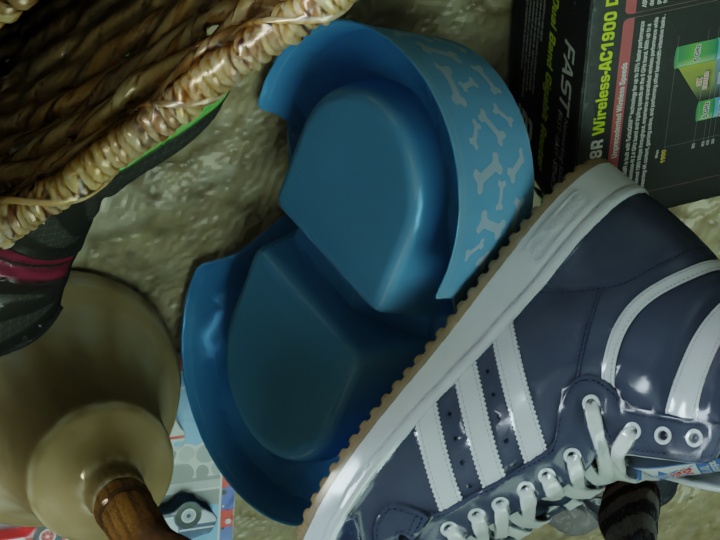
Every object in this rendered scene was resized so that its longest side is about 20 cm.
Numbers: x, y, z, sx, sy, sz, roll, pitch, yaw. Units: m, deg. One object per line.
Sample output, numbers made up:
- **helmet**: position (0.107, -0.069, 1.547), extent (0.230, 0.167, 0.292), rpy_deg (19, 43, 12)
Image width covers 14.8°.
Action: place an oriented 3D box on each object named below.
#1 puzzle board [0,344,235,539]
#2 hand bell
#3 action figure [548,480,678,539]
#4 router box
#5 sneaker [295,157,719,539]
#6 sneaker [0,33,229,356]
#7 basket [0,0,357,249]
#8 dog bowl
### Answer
- **puzzle board**: position (-0.141, 0.110, 1.062), extent (0.199, 0.017, 0.152), rpy_deg (-6, 115, -23)
- **hand bell**: position (-0.079, 0.084, 0.952), extent (0.103, 0.200, 0.105), rpy_deg (-9, 115, -21)
- **action figure**: position (0.075, 0.085, 1.086), extent (0.200, 0.105, 0.193), rpy_deg (-45, 171, 9)
- **router box**: position (0.135, -0.119, 0.990), extent (0.149, 0.062, 0.201), rpy_deg (-14, 135, -17)
- **sneaker**: position (0.064, 0.070, 0.950), extent (0.200, 0.108, 0.070), rpy_deg (-53, 159, 1)
- **sneaker**: position (-0.127, -0.021, 0.952), extent (0.199, 0.077, 0.084), rpy_deg (-35, 154, 11)
- **basket**: position (-0.090, -0.131, 0.774), extent (0.199, 0.150, 0.143), rpy_deg (-32, 136, 25)
- **dog bowl**: position (0.000, 0.000, 1.002), extent (0.049, 0.112, 0.201), rpy_deg (-11, 136, -39)
